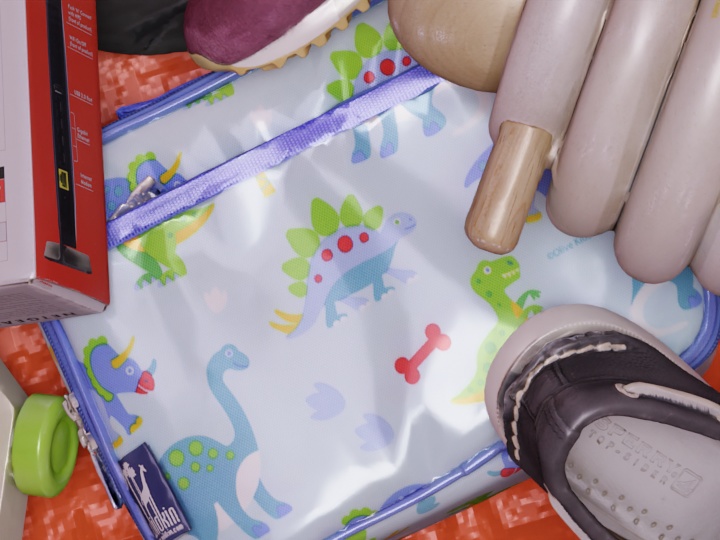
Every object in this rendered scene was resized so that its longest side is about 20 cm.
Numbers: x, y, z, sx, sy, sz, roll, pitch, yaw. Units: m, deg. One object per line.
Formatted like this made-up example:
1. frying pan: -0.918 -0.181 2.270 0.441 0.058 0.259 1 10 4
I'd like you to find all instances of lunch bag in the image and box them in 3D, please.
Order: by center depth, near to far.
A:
1. lunch bag: 0.000 0.000 0.929 0.199 0.082 0.161 -25 80 3

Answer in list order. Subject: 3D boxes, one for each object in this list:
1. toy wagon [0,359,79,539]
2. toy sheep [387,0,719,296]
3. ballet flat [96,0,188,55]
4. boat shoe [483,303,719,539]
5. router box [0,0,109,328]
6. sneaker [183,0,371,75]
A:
1. toy wagon: -0.166 0.059 0.953 0.154 0.040 0.201 6 85 15
2. toy sheep: 0.104 -0.052 0.833 0.199 0.138 0.139 19 87 -1
3. ballet flat: -0.012 -0.129 0.962 0.199 0.067 0.057 -29 39 3
4. boat shoe: 0.124 0.080 0.877 0.200 0.060 0.074 36 102 -23
5. router box: -0.178 -0.065 0.922 0.199 0.049 0.180 -8 76 21
6. sneaker: -0.001 -0.152 0.883 0.090 0.075 0.200 40 92 -22
